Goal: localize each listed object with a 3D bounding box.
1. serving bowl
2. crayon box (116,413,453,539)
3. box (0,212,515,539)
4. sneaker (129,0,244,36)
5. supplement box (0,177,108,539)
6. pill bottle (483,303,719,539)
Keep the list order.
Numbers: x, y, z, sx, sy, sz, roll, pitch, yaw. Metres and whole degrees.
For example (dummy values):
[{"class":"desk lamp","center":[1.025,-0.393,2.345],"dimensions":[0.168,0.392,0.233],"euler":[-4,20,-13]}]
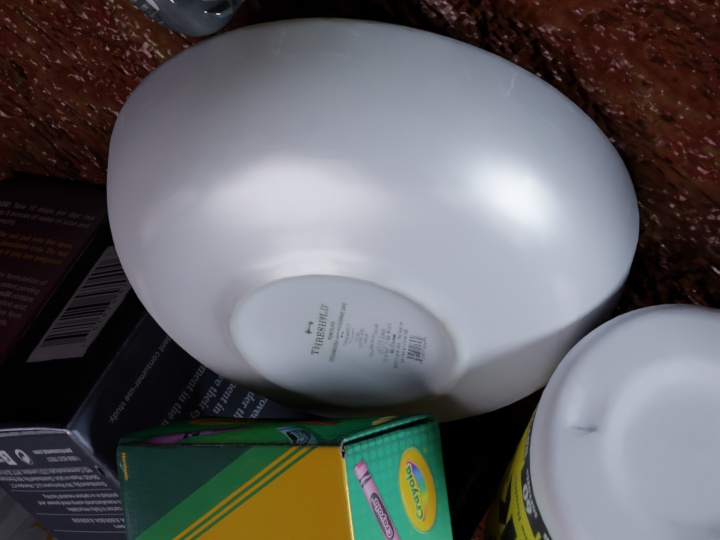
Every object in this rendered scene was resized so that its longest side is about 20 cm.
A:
[{"class":"serving bowl","center":[0.000,0.000,0.762],"dimensions":[0.198,0.066,0.201],"euler":[7,145,5]},{"class":"crayon box","center":[-0.020,0.156,0.786],"dimensions":[0.118,0.058,0.202],"euler":[-4,95,41]},{"class":"box","center":[-0.051,0.078,0.913],"dimensions":[0.104,0.148,0.200],"euler":[-7,131,51]},{"class":"sneaker","center":[-0.115,-0.159,0.709],"dimensions":[0.200,0.067,0.090],"euler":[49,151,-18]},{"class":"supplement box","center":[-0.164,0.068,0.960],"dimensions":[0.085,0.201,0.111],"euler":[8,143,38]},{"class":"pill bottle","center":[0.107,0.100,0.810],"dimensions":[0.114,0.115,0.200],"euler":[29,158,8]}]
